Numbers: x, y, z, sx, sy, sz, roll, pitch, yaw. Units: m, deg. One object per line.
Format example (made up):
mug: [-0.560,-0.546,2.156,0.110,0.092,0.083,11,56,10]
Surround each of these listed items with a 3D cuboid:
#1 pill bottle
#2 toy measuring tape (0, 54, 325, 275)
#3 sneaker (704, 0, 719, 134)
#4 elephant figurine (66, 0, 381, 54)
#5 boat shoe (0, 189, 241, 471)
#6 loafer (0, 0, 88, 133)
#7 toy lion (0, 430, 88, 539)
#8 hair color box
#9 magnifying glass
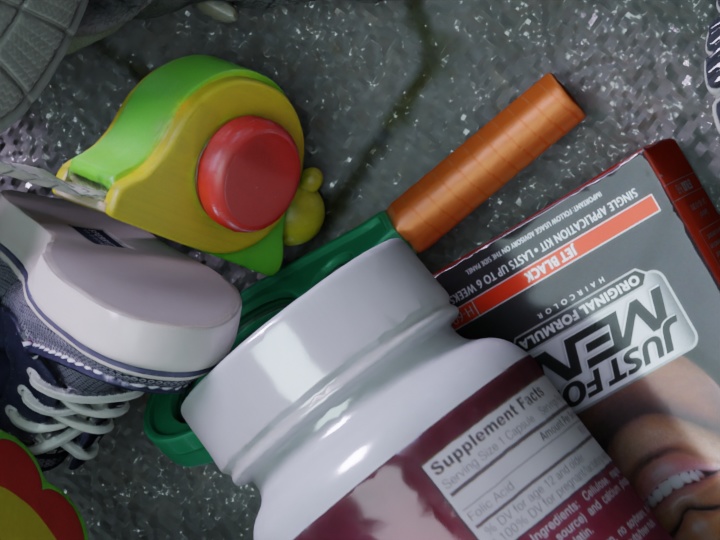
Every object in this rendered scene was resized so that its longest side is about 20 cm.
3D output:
pill bottle: [0.037,0.096,0.864,0.114,0.114,0.200,-40,83,17]
toy measuring tape: [-0.081,-0.052,0.915,0.073,0.200,0.074,-17,64,39]
sneaker: [0.164,-0.037,0.893,0.077,0.080,0.201,-2,77,28]
elephant figurine: [-0.101,-0.128,0.920,0.199,0.155,0.142,-2,120,28]
boat shoe: [-0.097,0.036,0.927,0.074,0.200,0.093,10,99,-17]
loafer: [-0.120,-0.139,0.840,0.063,0.072,0.201,5,80,42]
toy lion: [-0.114,0.153,0.876,0.069,0.192,0.201,-23,58,26]
hair color box: [0.115,0.065,0.926,0.101,0.061,0.200,-31,88,18]
magnifying glass: [0.000,0.000,0.955,0.200,0.080,0.022,-42,113,8]
